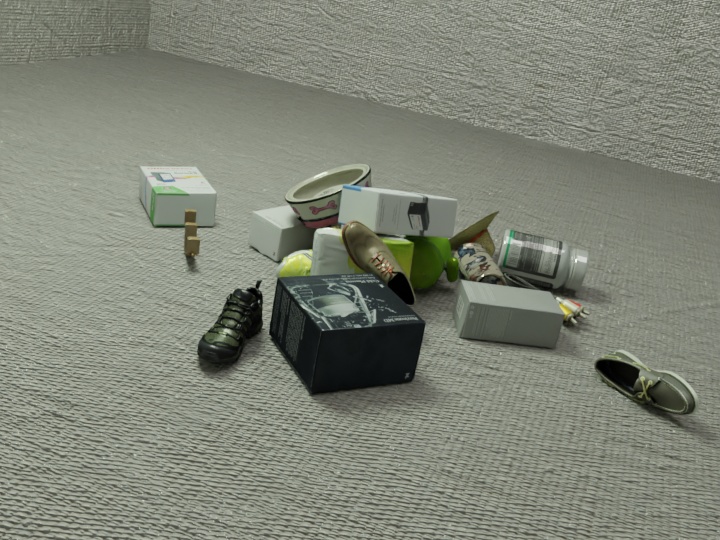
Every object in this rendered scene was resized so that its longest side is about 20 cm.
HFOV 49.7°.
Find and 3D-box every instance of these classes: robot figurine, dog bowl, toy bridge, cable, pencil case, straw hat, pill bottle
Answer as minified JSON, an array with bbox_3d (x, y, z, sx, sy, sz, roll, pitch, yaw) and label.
[{"bbox_3d":[0.134,-0.029,1.713,0.174,0.117,0.200,14,23,13],"label":"robot figurine"},{"bbox_3d":[-0.061,-0.160,1.699,0.198,0.074,0.200,-17,22,7],"label":"dog bowl"},{"bbox_3d":[-0.361,-0.068,1.654,0.027,0.068,0.200,3,22,-16],"label":"toy bridge"},{"bbox_3d":[0.407,0.052,1.688,0.200,0.051,0.097,40,33,24],"label":"cable"},{"bbox_3d":[0.264,0.007,1.734,0.088,0.079,0.200,-10,25,-3],"label":"pencil case"},{"bbox_3d":[0.278,-0.060,1.876,0.200,0.200,0.086,-25,82,-54],"label":"straw hat"},{"bbox_3d":[0.424,-0.021,1.824,0.198,0.114,0.113,14,23,8],"label":"pill bottle"}]

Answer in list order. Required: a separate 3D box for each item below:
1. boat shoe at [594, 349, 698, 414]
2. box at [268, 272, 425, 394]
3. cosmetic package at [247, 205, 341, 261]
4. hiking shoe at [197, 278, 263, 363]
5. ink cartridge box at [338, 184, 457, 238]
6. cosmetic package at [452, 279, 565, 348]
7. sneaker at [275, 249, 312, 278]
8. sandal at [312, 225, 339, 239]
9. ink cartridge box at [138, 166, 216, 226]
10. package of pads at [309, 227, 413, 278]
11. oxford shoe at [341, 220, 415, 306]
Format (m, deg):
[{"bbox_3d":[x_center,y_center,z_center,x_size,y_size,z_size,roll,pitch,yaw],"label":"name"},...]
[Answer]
[{"bbox_3d":[0.506,0.204,1.389,0.060,0.073,0.201,-5,21,-29],"label":"boat shoe"},{"bbox_3d":[-0.027,0.101,1.335,0.198,0.125,0.197,-3,28,-29],"label":"box"},{"bbox_3d":[-0.148,-0.093,1.784,0.107,0.086,0.199,29,28,32],"label":"cosmetic package"},{"bbox_3d":[-0.220,0.082,1.319,0.075,0.102,0.200,13,23,8],"label":"hiking shoe"},{"bbox_3d":[0.077,-0.120,1.591,0.198,0.085,0.145,2,9,-33],"label":"ink cartridge box"},{"bbox_3d":[0.294,0.087,1.554,0.198,0.091,0.107,11,22,-6],"label":"cosmetic package"},{"bbox_3d":[-0.075,0.006,1.597,0.198,0.076,0.076,1,23,-19],"label":"sneaker"},{"bbox_3d":[-0.074,-0.058,1.687,0.054,0.081,0.200,-22,5,-10],"label":"sandal"},{"bbox_3d":[-0.441,-0.180,1.862,0.144,0.088,0.200,-2,24,-26],"label":"ink cartridge box"},{"bbox_3d":[0.000,0.000,1.528,0.198,0.156,0.068,5,9,-12],"label":"package of pads"},{"bbox_3d":[0.042,-0.013,1.456,0.070,0.200,0.075,-44,17,-11],"label":"oxford shoe"}]
